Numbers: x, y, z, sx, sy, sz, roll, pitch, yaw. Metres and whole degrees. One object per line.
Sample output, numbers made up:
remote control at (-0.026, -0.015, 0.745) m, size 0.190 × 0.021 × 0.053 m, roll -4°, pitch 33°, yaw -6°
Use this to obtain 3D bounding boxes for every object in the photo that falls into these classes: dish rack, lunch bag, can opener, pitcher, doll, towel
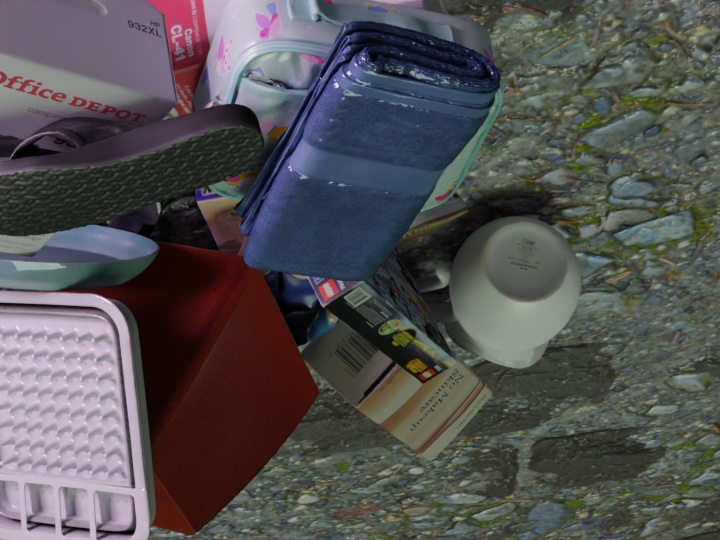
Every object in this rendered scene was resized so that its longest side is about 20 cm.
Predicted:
dish rack at (-0.227, 0.110, 1.128) m, size 0.171 × 0.201 × 0.044 m, roll 2°, pitch -167°, yaw 28°
lunch bag at (-0.012, -0.113, 1.003) m, size 0.199 × 0.077 × 0.161 m, roll 5°, pitch 145°, yaw -20°
can opener at (-0.192, -0.049, 1.266) m, size 0.063 × 0.079 × 0.200 m, roll -38°, pitch 170°, yaw -32°
pitcher at (0.117, 0.021, 1.424) m, size 0.171 × 0.122 × 0.200 m, roll 9°, pitch 161°, yaw -1°
doll at (-0.080, 0.030, 1.307) m, size 0.136 × 0.049 × 0.200 m, roll 3°, pitch 152°, yaw -3°
towel at (0.001, -0.072, 0.954) m, size 0.111 × 0.049 × 0.200 m, roll 10°, pitch 137°, yaw -23°

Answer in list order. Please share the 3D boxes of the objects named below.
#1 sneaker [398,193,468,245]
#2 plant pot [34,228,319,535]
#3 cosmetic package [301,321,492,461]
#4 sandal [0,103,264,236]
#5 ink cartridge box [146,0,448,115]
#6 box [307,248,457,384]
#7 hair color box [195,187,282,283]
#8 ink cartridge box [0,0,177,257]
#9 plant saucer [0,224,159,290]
sneaker at (0.031, -0.082, 1.263) m, size 0.071 × 0.113 × 0.200 m, roll -27°, pitch 179°, yaw 12°
plant pot at (-0.179, 0.104, 1.250) m, size 0.199 × 0.177 × 0.200 m, roll 9°, pitch 144°, yaw 25°
cosmetic package at (0.039, 0.100, 1.428) m, size 0.103 × 0.087 × 0.200 m, roll -49°, pitch 150°, yaw 0°
sandal at (-0.162, -0.069, 0.940) m, size 0.200 × 0.048 × 0.075 m, roll -15°, pitch 149°, yaw -11°
ink cartridge box at (-0.037, -0.159, 1.078) m, size 0.199 × 0.086 × 0.148 m, roll -14°, pitch 150°, yaw 11°
box at (0.000, 0.000, 1.192) m, size 0.040 × 0.137 × 0.200 m, roll -33°, pitch 149°, yaw 10°
hair color box at (-0.070, -0.043, 1.294) m, size 0.109 × 0.065 × 0.200 m, roll -11°, pitch 149°, yaw 4°
ink cartridge box at (-0.235, -0.102, 0.980) m, size 0.145 × 0.084 × 0.200 m, roll 12°, pitch 142°, yaw -39°
plant saucer at (-0.257, -0.013, 1.151) m, size 0.199 × 0.028 × 0.200 m, roll 6°, pitch -170°, yaw -1°
